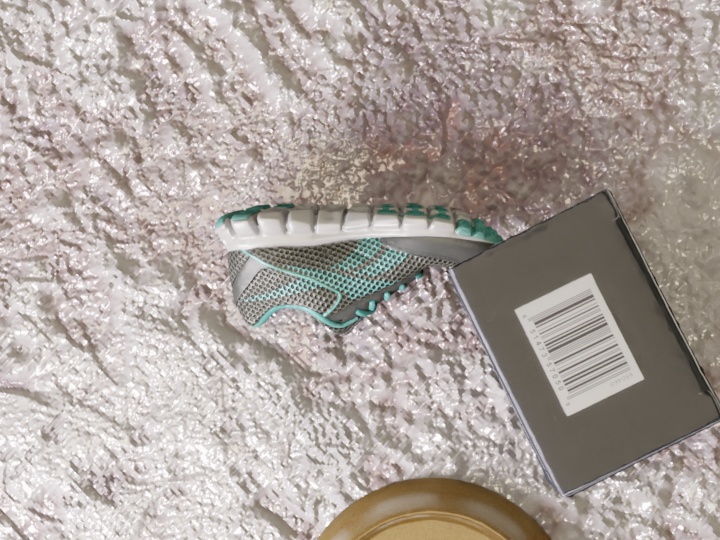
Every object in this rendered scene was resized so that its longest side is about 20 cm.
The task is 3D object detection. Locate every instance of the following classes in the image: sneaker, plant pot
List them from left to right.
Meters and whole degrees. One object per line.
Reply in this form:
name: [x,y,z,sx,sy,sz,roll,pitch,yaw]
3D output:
sneaker: [0.000,0.000,1.019,0.199,0.078,0.092,0,100,10]
plant pot: [0.049,0.243,1.001,0.199,0.027,0.201,-1,84,7]

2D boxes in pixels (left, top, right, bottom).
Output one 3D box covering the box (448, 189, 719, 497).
box: [0.136,0.051,0.924,0.107,0.200,0.149,-26,83,2]
